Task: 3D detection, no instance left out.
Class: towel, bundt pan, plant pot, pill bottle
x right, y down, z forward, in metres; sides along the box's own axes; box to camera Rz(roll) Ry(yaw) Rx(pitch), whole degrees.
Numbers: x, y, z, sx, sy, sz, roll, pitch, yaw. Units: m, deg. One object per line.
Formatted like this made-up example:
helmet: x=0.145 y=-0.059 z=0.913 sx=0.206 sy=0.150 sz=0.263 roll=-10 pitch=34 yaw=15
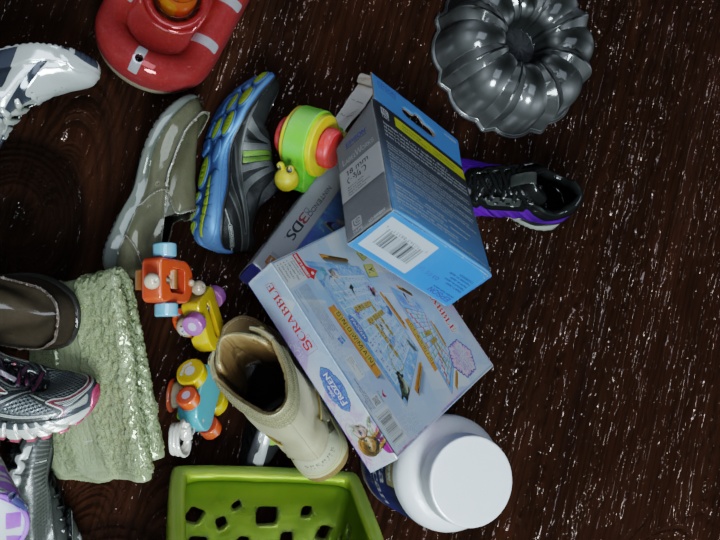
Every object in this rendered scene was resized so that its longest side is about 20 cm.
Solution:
towel: x=-0.261 y=0.103 z=0.845 sx=0.147 sy=0.036 sz=0.203 roll=-9 pitch=89 yaw=29
bundt pan: x=0.187 y=-0.261 z=1.025 sx=0.199 sy=0.076 sz=0.205 roll=1 pitch=85 yaw=-16
plant pot: x=-0.089 y=0.315 z=0.824 sx=0.196 sy=0.200 sz=0.184 roll=5 pitch=112 yaw=-15
pill bottle: x=0.075 y=0.198 z=0.885 sx=0.109 sy=0.200 sz=0.113 roll=2 pitch=84 yaw=-15

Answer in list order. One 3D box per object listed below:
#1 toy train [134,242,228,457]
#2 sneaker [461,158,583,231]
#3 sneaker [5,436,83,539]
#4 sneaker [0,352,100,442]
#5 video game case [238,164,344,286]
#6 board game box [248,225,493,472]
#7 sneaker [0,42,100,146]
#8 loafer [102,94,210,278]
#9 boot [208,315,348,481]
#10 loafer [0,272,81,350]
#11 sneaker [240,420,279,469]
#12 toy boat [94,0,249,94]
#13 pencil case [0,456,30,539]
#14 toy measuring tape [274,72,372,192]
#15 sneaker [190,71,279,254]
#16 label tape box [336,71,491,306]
toy train: x=-0.184 y=0.076 z=0.869 sx=0.055 sy=0.150 sz=0.203 roll=-3 pitch=90 yaw=17
sneaker: x=0.160 y=-0.095 z=0.987 sx=0.197 sy=0.099 sz=0.071 roll=6 pitch=81 yaw=-15
sneaker: x=-0.306 y=0.240 z=0.845 sx=0.089 sy=0.066 sz=0.203 roll=12 pitch=93 yaw=-21
sneaker: x=-0.331 y=0.096 z=0.779 sx=0.197 sy=0.081 sz=0.076 roll=9 pitch=114 yaw=-5
video game case: x=0.000 y=0.000 z=0.934 sx=0.199 sy=0.045 sz=0.182 roll=40 pitch=56 yaw=-9
board game box: x=0.018 y=0.054 z=0.836 sx=0.199 sy=0.041 sz=0.201 roll=-28 pitch=84 yaw=-52
sneaker: x=-0.353 y=-0.147 z=0.865 sx=0.196 sy=0.079 sz=0.132 roll=-6 pitch=88 yaw=-15
loafer: x=-0.194 y=-0.080 z=0.902 sx=0.069 sy=0.075 sz=0.202 roll=22 pitch=89 yaw=2
boot: x=-0.095 y=0.088 z=0.810 sx=0.072 sy=0.156 sz=0.201 roll=-35 pitch=54 yaw=-3
loafer: x=-0.356 y=0.037 z=0.815 sx=0.197 sy=0.071 sz=0.074 roll=8 pitch=98 yaw=12
sneaker: x=-0.055 y=0.131 z=0.923 sx=0.082 sy=0.072 sz=0.202 roll=29 pitch=78 yaw=-12
toy boat: x=-0.187 y=-0.282 z=0.895 sx=0.129 sy=0.131 sz=0.202 roll=27 pitch=78 yaw=-11
pencil case: x=-0.356 y=0.181 z=0.771 sx=0.084 sy=0.199 sz=0.086 roll=-50 pitch=130 yaw=-9
toy measuring tape: x=-0.036 y=-0.162 z=0.930 sx=0.073 sy=0.073 sz=0.201 roll=38 pitch=59 yaw=-9
sneaker: x=-0.123 y=-0.114 z=0.938 sx=0.082 sy=0.070 sz=0.203 roll=19 pitch=77 yaw=-35
label tape box: x=0.048 y=-0.082 z=0.886 sx=0.143 sy=0.063 sz=0.202 roll=31 pitch=36 yaw=-35
